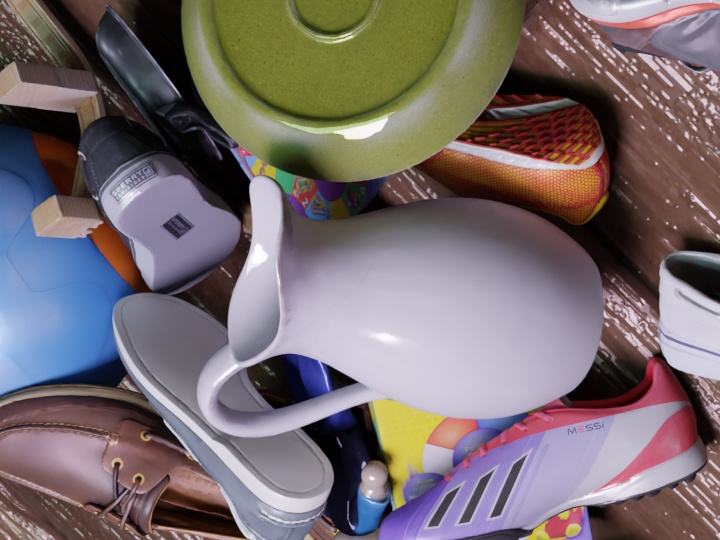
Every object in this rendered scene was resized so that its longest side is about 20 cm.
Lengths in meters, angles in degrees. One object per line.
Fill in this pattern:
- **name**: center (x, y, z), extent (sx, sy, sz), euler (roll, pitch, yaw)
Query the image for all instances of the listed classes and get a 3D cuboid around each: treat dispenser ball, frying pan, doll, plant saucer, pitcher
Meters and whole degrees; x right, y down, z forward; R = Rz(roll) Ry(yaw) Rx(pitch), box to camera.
- **treat dispenser ball**: center (-0.230, 0.009, 1.779), extent (0.201, 0.201, 0.201), euler (19, 130, 25)
- **frying pan**: center (-0.104, -0.087, 1.672), extent (0.190, 0.031, 0.115), euler (51, 176, 42)
- **doll**: center (-0.020, 0.097, 1.706), extent (0.136, 0.048, 0.200), euler (29, 140, 67)
- **plant saucer**: center (-0.010, -0.149, 1.538), extent (0.200, 0.031, 0.200), euler (-3, 81, 19)
- **pitcher**: center (0.019, 0.034, 1.575), extent (0.200, 0.121, 0.172), euler (7, 133, -21)

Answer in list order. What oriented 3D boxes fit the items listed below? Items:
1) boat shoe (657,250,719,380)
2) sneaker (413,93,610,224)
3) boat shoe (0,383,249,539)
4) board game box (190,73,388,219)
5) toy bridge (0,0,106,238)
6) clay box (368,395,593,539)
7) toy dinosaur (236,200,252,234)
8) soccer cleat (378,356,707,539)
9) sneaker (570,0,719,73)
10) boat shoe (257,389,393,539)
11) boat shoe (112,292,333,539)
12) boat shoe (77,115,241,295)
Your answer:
- **boat shoe**: center (0.243, 0.032, 1.536), extent (0.200, 0.074, 0.067), euler (6, 126, 34)
- **sneaker**: center (0.048, -0.071, 1.613), extent (0.200, 0.073, 0.077), euler (23, 146, 28)
- **boat shoe**: center (-0.134, 0.121, 1.717), extent (0.200, 0.068, 0.072), euler (13, 128, -16)
- **board game box**: center (-0.050, -0.117, 1.604), extent (0.200, 0.039, 0.158), euler (56, 131, 31)
- **toy bridge**: center (-0.191, -0.111, 1.728), extent (0.027, 0.067, 0.200), euler (-37, 62, 37)
- **clay box**: center (0.066, 0.091, 1.688), extent (0.115, 0.048, 0.200), euler (-15, 119, -2)
- **toy dinosaur**: center (0.000, 0.000, 1.706), extent (0.200, 0.058, 0.101), euler (5, 122, 34)
- **soccer cleat**: center (0.099, 0.112, 1.649), extent (0.200, 0.068, 0.073), euler (-18, 99, -2)
- **sneaker**: center (0.208, -0.135, 1.463), extent (0.200, 0.077, 0.082), euler (10, 152, 32)
- **boat shoe**: center (-0.003, 0.145, 1.792), extent (0.200, 0.072, 0.068), euler (32, 134, 17)
- **boat shoe**: center (-0.089, 0.090, 1.680), extent (0.200, 0.073, 0.062), euler (46, 137, 34)
- **boat shoe**: center (-0.120, -0.041, 1.696), extent (0.057, 0.069, 0.200), euler (53, 176, 18)
